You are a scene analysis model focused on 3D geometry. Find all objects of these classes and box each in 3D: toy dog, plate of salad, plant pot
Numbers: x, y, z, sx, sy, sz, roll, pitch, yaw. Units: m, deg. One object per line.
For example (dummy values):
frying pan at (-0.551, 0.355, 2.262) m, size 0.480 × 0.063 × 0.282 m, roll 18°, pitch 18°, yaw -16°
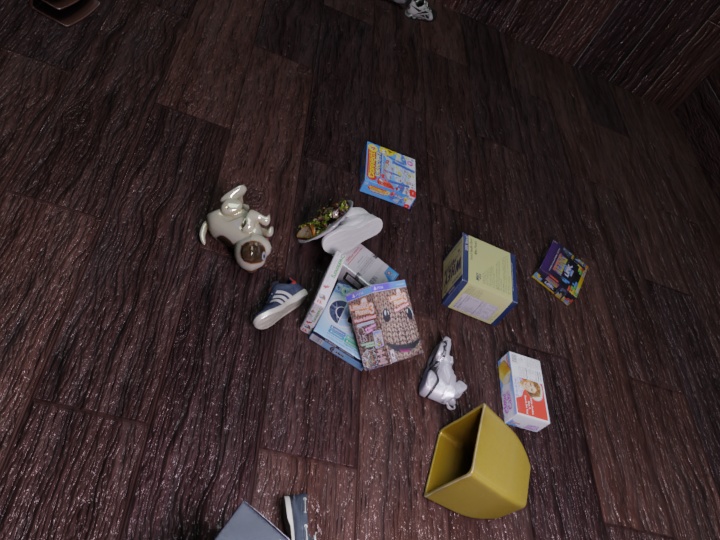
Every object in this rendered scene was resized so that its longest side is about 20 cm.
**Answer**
toy dog at (-0.320, -0.096, 1.632) m, size 0.191 × 0.141 × 0.202 m, roll -30°, pitch 71°, yaw -27°
plate of salad at (-0.107, -0.151, 1.756) m, size 0.049 × 0.197 × 0.201 m, roll 54°, pitch 43°, yaw -19°
plant pot at (0.301, 0.490, 1.475) m, size 0.198 × 0.196 × 0.197 m, roll 36°, pitch 45°, yaw -10°

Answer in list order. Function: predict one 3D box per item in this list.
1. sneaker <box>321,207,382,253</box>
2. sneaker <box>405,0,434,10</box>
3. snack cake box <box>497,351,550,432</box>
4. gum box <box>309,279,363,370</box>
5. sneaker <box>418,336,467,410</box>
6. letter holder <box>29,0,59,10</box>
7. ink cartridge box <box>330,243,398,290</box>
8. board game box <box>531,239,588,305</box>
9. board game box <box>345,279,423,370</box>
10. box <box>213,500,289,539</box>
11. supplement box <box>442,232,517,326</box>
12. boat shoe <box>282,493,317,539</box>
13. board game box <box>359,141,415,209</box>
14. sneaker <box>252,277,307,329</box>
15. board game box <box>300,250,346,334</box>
sneaker at (-0.045, -0.120, 1.766) m, size 0.196 × 0.076 × 0.115 m, roll -23°, pitch 36°, yaw -23°
sneaker at (0.311, -1.275, 2.952) m, size 0.196 × 0.089 × 0.075 m, roll -15°, pitch 60°, yaw -38°
snack cake box at (0.471, 0.350, 1.756) m, size 0.112 × 0.068 × 0.204 m, roll 18°, pitch 48°, yaw -17°
gum box at (-0.028, 0.146, 1.659) m, size 0.167 × 0.045 × 0.202 m, roll 31°, pitch 47°, yaw -5°
sneaker at (0.239, 0.286, 1.677) m, size 0.113 × 0.076 × 0.202 m, roll 31°, pitch 51°, yaw -3°
letter holder at (-0.941, -0.895, 1.952) m, size 0.139 × 0.101 × 0.203 m, roll 28°, pitch 46°, yaw -8°
ink cartridge box at (0.000, 0.000, 1.775) m, size 0.198 × 0.068 × 0.116 m, roll 38°, pitch 45°, yaw 4°
board game box at (0.720, 0.004, 2.176) m, size 0.164 × 0.057 × 0.200 m, roll 39°, pitch 46°, yaw 3°
board game box at (0.066, 0.142, 1.606) m, size 0.157 × 0.095 × 0.206 m, roll -8°, pitch 80°, yaw -51°
box at (-0.246, 0.567, 1.098) m, size 0.123 × 0.198 × 0.200 m, roll 37°, pitch 45°, yaw 5°
supplement box at (0.373, 0.028, 1.911) m, size 0.195 × 0.135 × 0.204 m, roll 21°, pitch 47°, yaw -12°
boat shoe at (-0.119, 0.567, 1.258) m, size 0.060 × 0.076 × 0.203 m, roll -4°, pitch 47°, yaw -17°
board game box at (0.096, -0.332, 2.101) m, size 0.190 × 0.056 × 0.204 m, roll 17°, pitch 48°, yaw -16°
sneaker at (-0.226, 0.080, 1.587) m, size 0.085 × 0.075 × 0.199 m, roll 45°, pitch 37°, yaw 10°
board game box at (-0.100, 0.057, 1.634) m, size 0.034 × 0.127 × 0.203 m, roll 25°, pitch 47°, yaw -5°
